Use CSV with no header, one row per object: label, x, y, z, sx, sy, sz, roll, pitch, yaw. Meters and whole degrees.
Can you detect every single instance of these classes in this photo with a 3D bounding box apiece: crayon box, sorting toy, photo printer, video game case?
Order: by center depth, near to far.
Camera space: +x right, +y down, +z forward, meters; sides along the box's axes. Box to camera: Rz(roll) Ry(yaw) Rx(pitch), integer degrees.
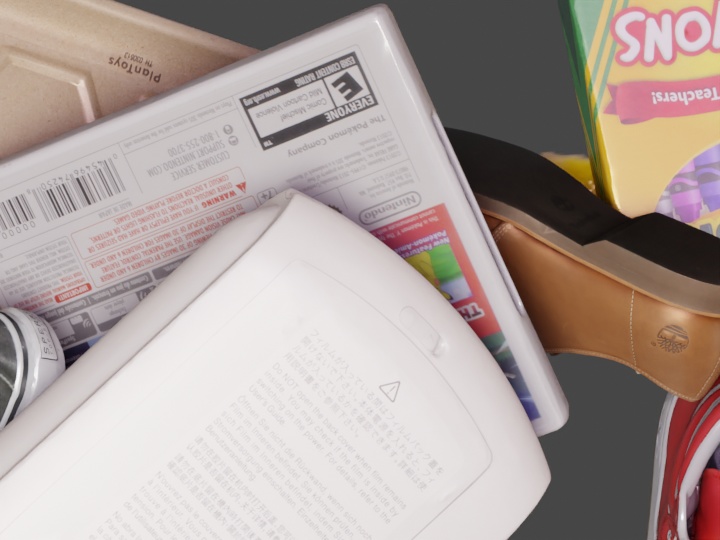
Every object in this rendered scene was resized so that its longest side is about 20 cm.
photo printer,-0.039,0.081,1.130,0.200,0.069,0.166,-43,102,0
video game case,-0.041,0.012,1.183,0.199,0.023,0.183,-21,104,18
sorting toy,-0.115,-0.011,1.252,0.184,0.036,0.201,17,81,-19
crayon box,0.161,-0.065,1.279,0.126,0.051,0.201,-12,90,-2

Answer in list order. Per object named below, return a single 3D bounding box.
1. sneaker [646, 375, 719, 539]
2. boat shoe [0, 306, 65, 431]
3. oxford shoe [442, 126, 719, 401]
sneaker,0.155,0.140,1.245,0.071,0.112,0.202,0,92,-4
boat shoe,-0.189,0.092,1.182,0.071,0.072,0.201,6,124,-38
oxford shoe,0.070,-0.005,1.245,0.199,0.071,0.072,30,120,31
